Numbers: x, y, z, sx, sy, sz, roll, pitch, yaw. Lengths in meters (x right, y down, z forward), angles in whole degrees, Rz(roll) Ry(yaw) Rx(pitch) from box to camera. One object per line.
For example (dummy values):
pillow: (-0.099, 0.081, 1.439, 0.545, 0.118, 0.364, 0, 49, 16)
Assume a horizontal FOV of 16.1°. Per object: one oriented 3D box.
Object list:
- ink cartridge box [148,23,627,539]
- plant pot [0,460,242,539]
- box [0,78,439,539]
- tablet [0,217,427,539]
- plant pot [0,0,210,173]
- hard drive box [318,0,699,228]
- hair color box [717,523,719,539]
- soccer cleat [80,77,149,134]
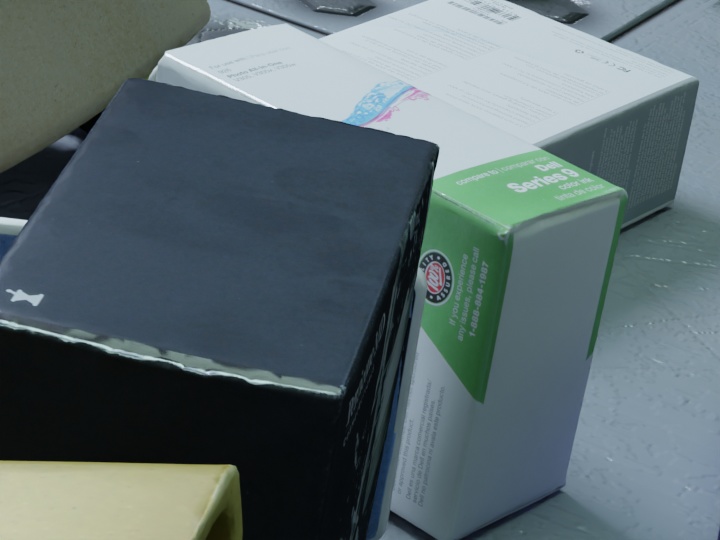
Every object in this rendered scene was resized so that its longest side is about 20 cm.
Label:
ink cartridge box: (0.000, 0.000, 1.077, 0.200, 0.146, 0.087, 27, 31, 33)
plant pot: (-0.151, 0.165, 0.666, 0.200, 0.194, 0.196, 7, 26, 10)
box: (-0.059, 0.068, 0.867, 0.124, 0.197, 0.200, 11, 27, 5)
tablet: (-0.081, 0.043, 0.984, 0.200, 0.130, 0.014, 7, 29, -3)
plant pot: (-0.223, -0.136, 1.203, 0.200, 0.200, 0.177, -2, 40, 31)
hard drive box: (0.053, -0.069, 1.309, 0.156, 0.077, 0.200, 26, 30, 31)
hair color box: (0.208, 0.088, 1.058, 0.109, 0.065, 0.200, 12, 28, 8)
soccer cleat: (-0.098, -0.071, 1.282, 0.084, 0.065, 0.200, -1, 27, -20)
